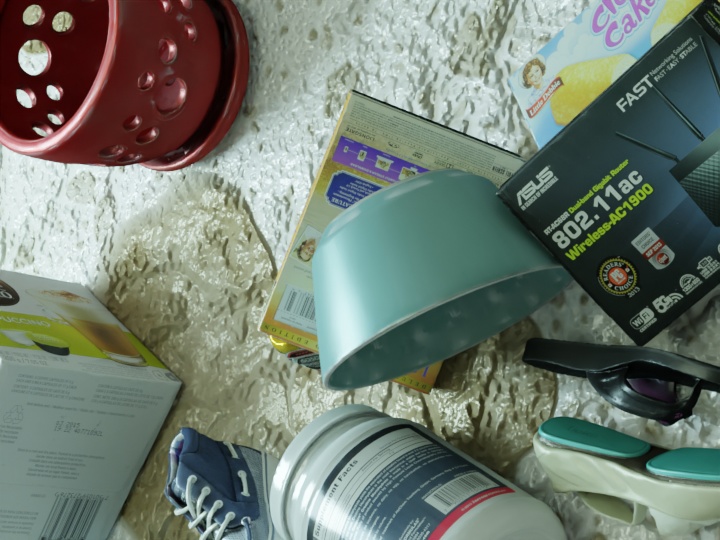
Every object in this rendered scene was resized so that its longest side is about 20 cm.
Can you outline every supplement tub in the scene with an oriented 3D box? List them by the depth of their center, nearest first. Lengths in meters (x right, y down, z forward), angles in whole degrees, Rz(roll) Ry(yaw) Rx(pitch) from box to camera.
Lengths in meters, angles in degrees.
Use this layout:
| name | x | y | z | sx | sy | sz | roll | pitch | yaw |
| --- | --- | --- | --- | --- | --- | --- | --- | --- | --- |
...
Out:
| name | x | y | z | sx | sy | sz | roll | pitch | yaw |
| --- | --- | --- | --- | --- | --- | --- | --- | --- | --- |
| supplement tub | 0.041 | 0.193 | 1.515 | 0.200 | 0.140 | 0.140 | 30 | 102 | 45 |

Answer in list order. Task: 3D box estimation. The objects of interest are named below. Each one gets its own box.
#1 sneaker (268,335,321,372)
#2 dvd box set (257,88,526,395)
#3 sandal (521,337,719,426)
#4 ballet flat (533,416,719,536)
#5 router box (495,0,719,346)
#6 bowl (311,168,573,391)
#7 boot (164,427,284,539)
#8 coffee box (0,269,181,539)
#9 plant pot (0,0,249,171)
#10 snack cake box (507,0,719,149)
| name | x | y | z | sx | sy | sz | roll | pitch | yaw |
| --- | --- | --- | --- | --- | --- | --- | --- | --- | --- |
| sneaker | 0.000 | 0.000 | 1.640 | 0.200 | 0.082 | 0.078 | -57 | 47 | 18 |
| dvd box set | 0.023 | -0.021 | 1.591 | 0.029 | 0.146 | 0.200 | -102 | 32 | -79 |
| sandal | 0.192 | 0.081 | 1.441 | 0.200 | 0.075 | 0.048 | 3 | 77 | 54 |
| ballet flat | 0.203 | 0.148 | 1.427 | 0.200 | 0.069 | 0.070 | 12 | 89 | 47 |
| router box | 0.213 | -0.066 | 1.403 | 0.150 | 0.062 | 0.200 | 47 | 121 | 0 |
| bowl | 0.045 | -0.002 | 1.499 | 0.201 | 0.201 | 0.105 | -35 | 72 | 35 |
| boot | -0.112 | 0.202 | 1.641 | 0.073 | 0.090 | 0.200 | -62 | 17 | 21 |
| coffee box | -0.322 | 0.125 | 1.848 | 0.198 | 0.200 | 0.200 | 40 | 110 | 42 |
| plant pot | -0.210 | -0.182 | 1.818 | 0.200 | 0.182 | 0.201 | -13 | 71 | 43 |
| snack cake box | 0.210 | -0.148 | 1.476 | 0.200 | 0.067 | 0.115 | -42 | 55 | 31 |
